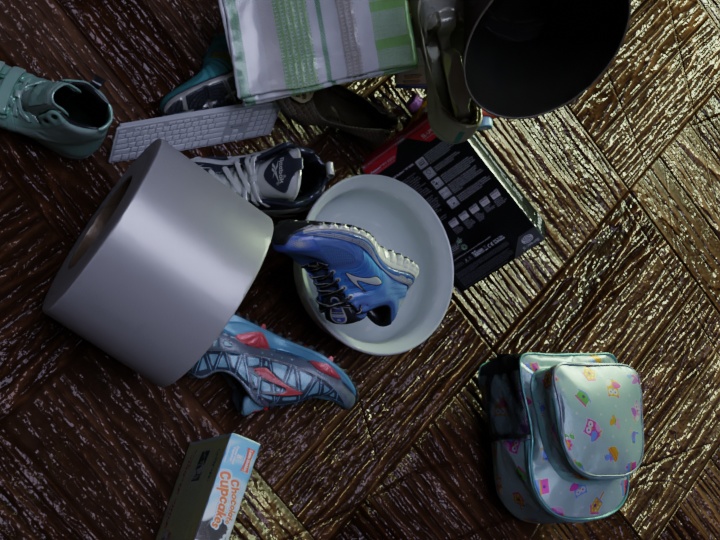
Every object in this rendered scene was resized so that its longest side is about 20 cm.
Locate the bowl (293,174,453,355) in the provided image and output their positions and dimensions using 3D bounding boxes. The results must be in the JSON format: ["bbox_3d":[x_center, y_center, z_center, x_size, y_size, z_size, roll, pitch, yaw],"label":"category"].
[{"bbox_3d":[0.000,0.000,1.340,0.199,0.090,0.203,7,77,-30],"label":"bowl"}]

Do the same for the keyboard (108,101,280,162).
[{"bbox_3d":[-0.177,-0.152,1.299,0.198,0.057,0.011,-14,56,-31],"label":"keyboard"}]

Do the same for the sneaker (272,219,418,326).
[{"bbox_3d":[-0.016,0.007,1.213,0.199,0.078,0.090,27,74,-45],"label":"sneaker"}]

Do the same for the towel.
[{"bbox_3d":[-0.047,-0.264,1.249,0.198,0.031,0.151,-10,101,6],"label":"towel"}]

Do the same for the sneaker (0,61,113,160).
[{"bbox_3d":[-0.337,-0.180,1.176,0.199,0.118,0.074,22,70,-22],"label":"sneaker"}]

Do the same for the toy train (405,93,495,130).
[{"bbox_3d":[0.130,-0.156,1.473,0.149,0.056,0.202,7,75,-28],"label":"toy train"}]

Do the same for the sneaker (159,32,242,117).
[{"bbox_3d":[-0.146,-0.222,1.333,0.200,0.078,0.080,-39,65,-24],"label":"sneaker"}]

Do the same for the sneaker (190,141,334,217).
[{"bbox_3d":[-0.116,-0.097,1.275,0.197,0.129,0.080,3,75,-29],"label":"sneaker"}]

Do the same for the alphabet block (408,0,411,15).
[{"bbox_3d":[0.031,-0.376,1.387,0.199,0.196,0.197,-20,87,-31],"label":"alphabet block"}]

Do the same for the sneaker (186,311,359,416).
[{"bbox_3d":[-0.099,0.116,1.279,0.199,0.079,0.096,26,77,-13],"label":"sneaker"}]

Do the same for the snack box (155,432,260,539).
[{"bbox_3d":[-0.166,0.263,1.172,0.037,0.116,0.202,27,67,-22],"label":"snack box"}]

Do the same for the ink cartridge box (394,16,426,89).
[{"bbox_3d":[0.100,-0.248,1.375,0.118,0.200,0.042,-1,83,-1],"label":"ink cartridge box"}]

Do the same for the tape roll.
[{"bbox_3d":[-0.198,-0.008,1.167,0.139,0.202,0.204,35,64,-19],"label":"tape roll"}]

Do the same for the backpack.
[{"bbox_3d":[0.241,0.197,1.403,0.174,0.153,0.202,4,83,-34],"label":"backpack"}]

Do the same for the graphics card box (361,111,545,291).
[{"bbox_3d":[0.111,-0.087,1.397,0.200,0.125,0.051,49,24,-15],"label":"graphics card box"}]

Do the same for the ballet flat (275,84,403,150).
[{"bbox_3d":[-0.021,-0.186,1.369,0.199,0.046,0.068,21,68,-43],"label":"ballet flat"}]

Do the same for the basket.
[{"bbox_3d":[0.168,-0.274,1.181,0.135,0.180,0.201,29,31,-23],"label":"basket"}]

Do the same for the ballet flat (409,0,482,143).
[{"bbox_3d":[0.093,-0.234,1.242,0.069,0.069,0.202,-10,90,-31],"label":"ballet flat"}]
